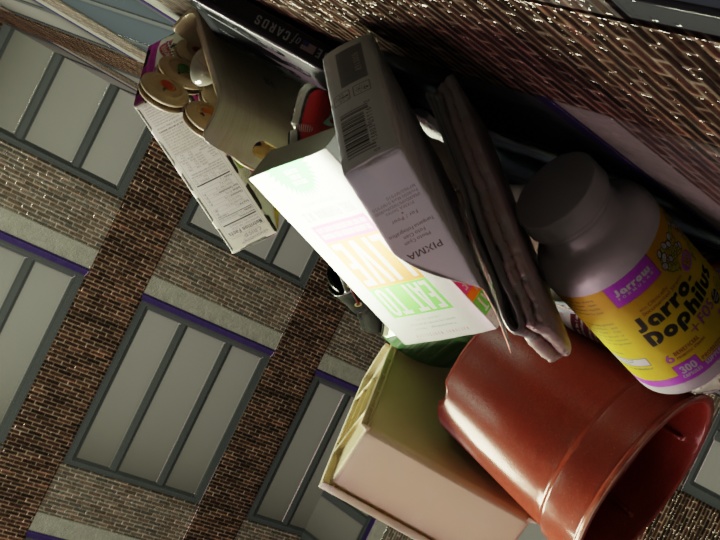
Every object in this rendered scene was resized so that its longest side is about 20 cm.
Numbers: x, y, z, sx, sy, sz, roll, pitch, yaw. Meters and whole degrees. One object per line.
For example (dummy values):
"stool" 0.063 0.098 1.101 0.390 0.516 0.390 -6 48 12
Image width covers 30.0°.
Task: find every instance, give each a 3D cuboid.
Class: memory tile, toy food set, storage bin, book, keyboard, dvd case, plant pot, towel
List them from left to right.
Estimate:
"memory tile" -0.112 -0.151 1.304 0.199 0.017 0.154 33 -150 -3
"toy food set" -0.101 -0.152 1.249 0.143 0.060 0.201 26 -152 -33
"dvd case" -0.047 -0.179 1.154 0.198 0.025 0.150 29 179 3
"book" 0.016 -0.027 1.070 0.200 0.048 0.133 45 156 -18
"keyboard" 0.074 -0.127 1.280 0.056 0.011 0.200 27 179 26
"storage bin" 0.086 0.177 1.370 0.199 0.094 0.199 29 -147 -3
"towel" 0.107 -0.033 1.030 0.191 0.032 0.202 31 -141 -73
"plant pot" 0.189 0.142 1.246 0.195 0.202 0.200 38 -175 28

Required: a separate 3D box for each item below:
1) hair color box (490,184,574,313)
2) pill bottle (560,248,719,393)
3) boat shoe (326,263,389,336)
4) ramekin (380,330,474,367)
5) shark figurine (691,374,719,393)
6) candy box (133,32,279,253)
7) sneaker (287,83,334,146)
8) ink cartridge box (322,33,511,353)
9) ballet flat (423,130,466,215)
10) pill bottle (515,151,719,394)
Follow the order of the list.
"hair color box" 0.130 -0.022 1.185 0.199 0.100 0.060 7 171 43
"pill bottle" 0.248 0.019 1.197 0.199 0.114 0.113 26 179 28
"boat shoe" 0.000 -0.002 1.231 0.062 0.074 0.202 -5 150 2
"ramekin" 0.092 0.001 1.382 0.198 0.202 0.098 27 143 -13
"shark figurine" 0.379 0.049 1.106 0.212 0.129 0.090 9 -149 -19
"candy box" -0.155 -0.138 1.416 0.201 0.060 0.137 59 -164 -32
"sneaker" 0.004 -0.107 1.154 0.084 0.078 0.200 6 172 26
"ink cartridge box" 0.040 -0.048 0.966 0.161 0.047 0.201 -101 -16 -53
"ballet flat" 0.053 -0.068 1.108 0.074 0.068 0.200 1 149 26
"pill bottle" 0.206 0.001 1.037 0.200 0.105 0.104 43 171 -29
